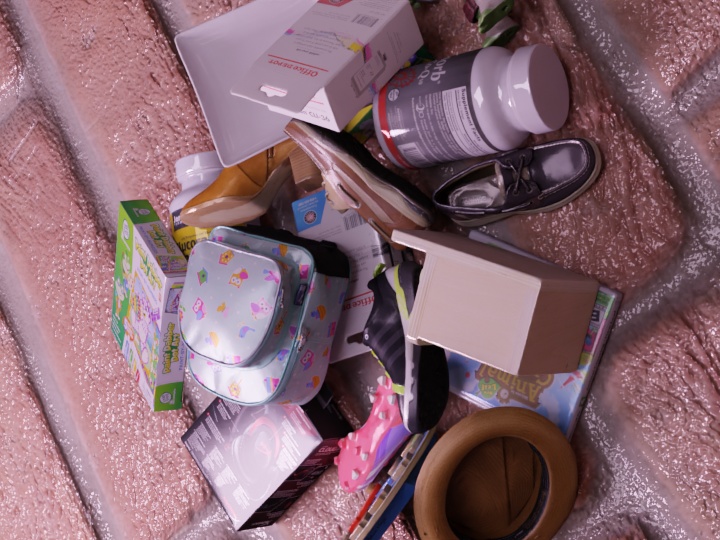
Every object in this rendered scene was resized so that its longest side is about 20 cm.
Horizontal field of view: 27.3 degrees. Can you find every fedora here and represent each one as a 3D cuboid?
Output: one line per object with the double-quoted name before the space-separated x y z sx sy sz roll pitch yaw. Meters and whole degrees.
"fedora" 0.138 0.227 1.609 0.202 0.200 0.082 -66 23 14

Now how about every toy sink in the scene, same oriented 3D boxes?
"toy sink" 0.131 0.036 1.591 0.199 0.130 0.113 20 100 34

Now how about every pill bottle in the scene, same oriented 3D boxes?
"pill bottle" -0.179 -0.043 1.854 0.112 0.112 0.201 -15 80 34
"pill bottle" 0.122 -0.184 1.640 0.199 0.116 0.117 -9 83 34

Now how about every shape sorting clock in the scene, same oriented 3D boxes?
"shape sorting clock" 0.024 0.251 1.652 0.039 0.200 0.200 34 110 -1

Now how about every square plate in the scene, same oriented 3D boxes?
"square plate" -0.100 -0.236 1.755 0.199 0.028 0.199 -23 66 1

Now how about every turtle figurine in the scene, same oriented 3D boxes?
"turtle figurine" 0.075 -0.322 1.662 0.194 0.199 0.144 51 144 20

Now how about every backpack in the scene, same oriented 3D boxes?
"backpack" -0.117 0.058 1.704 0.175 0.153 0.201 15 101 33

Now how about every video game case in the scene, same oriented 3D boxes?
"video game case" 0.176 0.074 1.649 0.199 0.022 0.183 26 103 34

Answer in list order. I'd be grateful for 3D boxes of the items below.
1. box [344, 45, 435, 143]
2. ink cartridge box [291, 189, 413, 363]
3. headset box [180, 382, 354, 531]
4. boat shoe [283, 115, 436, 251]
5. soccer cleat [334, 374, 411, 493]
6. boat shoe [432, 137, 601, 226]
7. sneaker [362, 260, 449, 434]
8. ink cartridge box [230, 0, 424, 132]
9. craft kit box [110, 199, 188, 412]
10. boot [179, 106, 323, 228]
"box" -0.013 -0.223 1.782 0.200 0.048 0.118 -47 62 26
"ink cartridge box" 0.000 0.000 1.750 0.116 0.068 0.201 -19 77 34
"headset box" -0.109 0.198 1.816 0.200 0.075 0.149 -49 63 24
"boat shoe" -0.009 -0.097 1.671 0.200 0.076 0.074 39 109 7
"soccer cleat" 0.031 0.191 1.724 0.201 0.076 0.067 -65 36 38
"boat shoe" 0.169 -0.097 1.634 0.199 0.065 0.072 -16 78 34
"sneaker" 0.045 0.087 1.644 0.082 0.072 0.201 -15 66 31
"ink cartridge box" -0.037 -0.227 1.650 0.116 0.068 0.200 21 57 39
"craft kit box" -0.266 0.042 1.877 0.200 0.048 0.199 50 136 51
"boot" -0.134 -0.143 1.784 0.200 0.071 0.145 -19 66 13
